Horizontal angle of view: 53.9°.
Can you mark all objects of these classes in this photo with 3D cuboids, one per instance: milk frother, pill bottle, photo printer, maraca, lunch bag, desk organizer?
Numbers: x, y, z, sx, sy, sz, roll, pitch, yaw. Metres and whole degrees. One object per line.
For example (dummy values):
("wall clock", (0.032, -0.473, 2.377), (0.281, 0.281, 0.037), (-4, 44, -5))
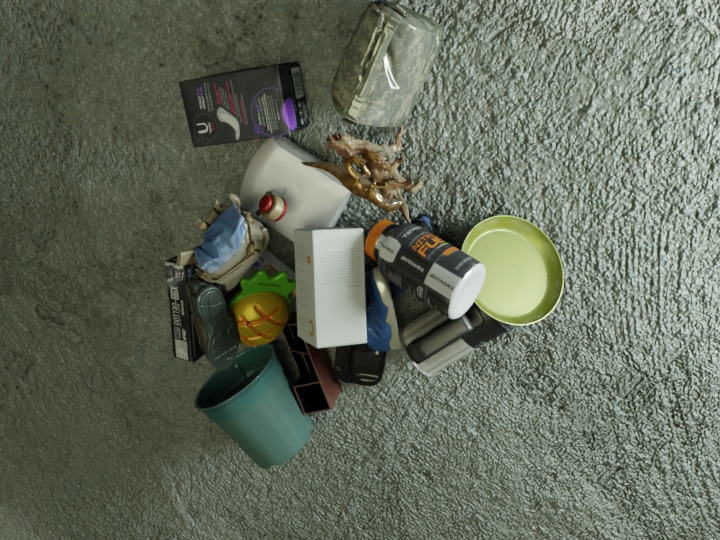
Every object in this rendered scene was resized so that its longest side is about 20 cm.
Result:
("milk frother", (0.149, 0.066, 1.318), (0.188, 0.180, 0.201), (-35, 65, 24))
("pill bottle", (0.102, -0.011, 1.189), (0.199, 0.106, 0.107), (32, 118, 27))
("photo printer", (-0.127, -0.149, 1.345), (0.199, 0.069, 0.167), (33, 116, 2))
("maraca", (-0.195, 0.071, 1.369), (0.136, 0.108, 0.201), (0, 136, -29))
("lunch bag", (0.039, -0.341, 1.168), (0.138, 0.168, 0.201), (28, 115, 3))
("desk organizer", (-0.110, 0.190, 1.466), (0.071, 0.077, 0.202), (-14, 106, 20))

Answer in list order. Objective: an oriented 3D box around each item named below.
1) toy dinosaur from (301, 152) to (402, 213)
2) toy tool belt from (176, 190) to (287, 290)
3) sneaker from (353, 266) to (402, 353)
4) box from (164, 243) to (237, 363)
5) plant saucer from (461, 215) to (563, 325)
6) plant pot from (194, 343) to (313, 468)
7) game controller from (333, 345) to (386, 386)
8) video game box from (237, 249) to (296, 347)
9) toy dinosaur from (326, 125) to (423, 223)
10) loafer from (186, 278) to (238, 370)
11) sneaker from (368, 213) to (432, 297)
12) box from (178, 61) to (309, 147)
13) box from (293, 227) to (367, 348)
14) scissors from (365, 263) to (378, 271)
("toy dinosaur", (-0.017, -0.162, 1.225), (0.199, 0.061, 0.107), (32, 135, 3))
("toy tool belt", (-0.231, -0.069, 1.264), (0.123, 0.125, 0.201), (29, 104, -45))
("sneaker", (0.011, 0.083, 1.337), (0.110, 0.077, 0.201), (-11, 134, 3))
("box", (-0.303, 0.055, 1.374), (0.049, 0.158, 0.202), (11, 113, 25))
("plant saucer", (0.263, 0.002, 1.251), (0.199, 0.201, 0.031), (37, 157, -1))
("plant pot", (-0.211, 0.293, 1.483), (0.199, 0.201, 0.197), (-24, 110, 23))
("game controller", (0.003, 0.145, 1.444), (0.103, 0.042, 0.202), (6, 113, -2))
("video game box", (-0.242, 0.031, 1.462), (0.200, 0.047, 0.183), (39, 118, -1))
("toy dinosaur", (0.030, -0.176, 1.282), (0.134, 0.086, 0.201), (-17, 108, 21))
("loafer", (-0.277, 0.098, 1.317), (0.063, 0.072, 0.201), (30, 140, 36))
("sneaker", (0.081, -0.024, 1.339), (0.070, 0.078, 0.200), (34, 137, -1))
("box", (-0.209, -0.302, 1.289), (0.198, 0.106, 0.124), (-3, 108, 18))
("box", (-0.055, 0.025, 1.262), (0.096, 0.124, 0.202), (-3, 96, -20))
("scissors", (0.000, 0.000, 1.355), (0.199, 0.014, 0.074), (15, 116, 36))
